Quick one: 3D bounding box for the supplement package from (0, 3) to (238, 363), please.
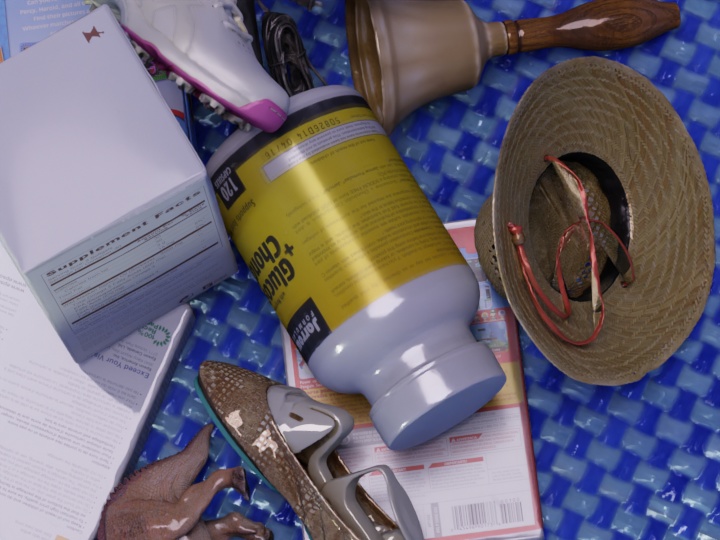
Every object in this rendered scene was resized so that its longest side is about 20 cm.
[{"bbox_3d":[-0.153,-0.044,1.564,0.117,0.200,0.117,-29,74,-6],"label":"supplement package"}]

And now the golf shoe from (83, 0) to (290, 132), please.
[{"bbox_3d":[-0.102,-0.160,1.579,0.200,0.075,0.092,42,92,22],"label":"golf shoe"}]

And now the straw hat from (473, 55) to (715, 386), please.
[{"bbox_3d":[0.115,-0.023,1.629,0.085,0.201,0.201,-13,69,46],"label":"straw hat"}]

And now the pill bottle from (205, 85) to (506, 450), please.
[{"bbox_3d":[0.000,0.000,1.605,0.112,0.112,0.200,-31,75,-3],"label":"pill bottle"}]

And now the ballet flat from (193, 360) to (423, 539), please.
[{"bbox_3d":[-0.016,0.119,1.596,0.065,0.071,0.200,-40,83,21],"label":"ballet flat"}]

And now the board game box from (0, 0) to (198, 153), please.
[{"bbox_3d":[-0.185,-0.138,1.715,0.151,0.037,0.200,-8,75,2],"label":"board game box"}]

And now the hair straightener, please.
[{"bbox_3d":[-0.059,-0.146,1.663,0.077,0.041,0.200,-12,106,14],"label":"hair straightener"}]

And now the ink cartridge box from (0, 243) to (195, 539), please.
[{"bbox_3d":[-0.226,0.079,1.660,0.196,0.043,0.200,21,79,8],"label":"ink cartridge box"}]

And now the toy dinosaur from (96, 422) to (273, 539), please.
[{"bbox_3d":[-0.124,0.180,1.607,0.135,0.086,0.200,-5,71,10],"label":"toy dinosaur"}]

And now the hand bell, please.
[{"bbox_3d":[0.098,-0.142,1.677,0.200,0.104,0.104,-8,75,-9],"label":"hand bell"}]

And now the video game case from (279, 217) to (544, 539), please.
[{"bbox_3d":[0.028,0.073,1.652,0.143,0.017,0.200,-7,75,3],"label":"video game case"}]
